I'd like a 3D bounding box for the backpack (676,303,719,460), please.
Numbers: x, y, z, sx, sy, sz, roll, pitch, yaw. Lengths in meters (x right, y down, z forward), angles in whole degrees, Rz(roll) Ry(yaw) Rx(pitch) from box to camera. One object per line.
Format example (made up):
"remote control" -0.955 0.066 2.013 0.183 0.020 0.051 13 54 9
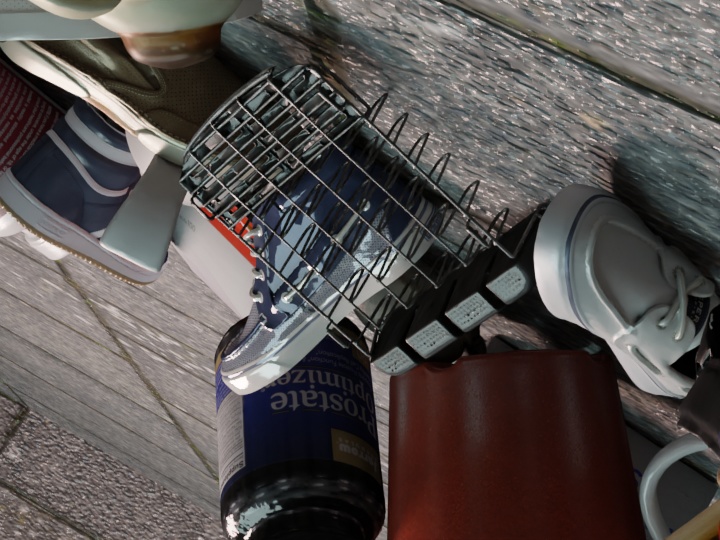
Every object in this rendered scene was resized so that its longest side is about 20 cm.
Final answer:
"backpack" 0.220 0.046 0.804 0.126 0.167 0.200 29 172 -8

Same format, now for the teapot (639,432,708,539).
"teapot" 0.287 0.189 1.133 0.199 0.146 0.198 2 -146 -35

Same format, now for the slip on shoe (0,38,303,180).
"slip on shoe" -0.120 -0.123 1.126 0.200 0.076 0.061 30 133 2

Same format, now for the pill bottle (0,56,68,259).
"pill bottle" -0.283 -0.099 1.418 0.200 0.113 0.113 40 163 -24

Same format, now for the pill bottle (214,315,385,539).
"pill bottle" -0.041 0.132 1.280 0.111 0.201 0.112 -4 140 -3

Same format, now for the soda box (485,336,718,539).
"soda box" 0.153 0.132 1.361 0.200 0.068 0.063 33 164 -4

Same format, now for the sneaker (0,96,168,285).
"sneaker" -0.169 -0.060 1.350 0.070 0.109 0.200 44 -174 26

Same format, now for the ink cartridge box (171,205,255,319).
"ink cartridge box" -0.097 -0.012 1.372 0.163 0.057 0.200 43 177 31

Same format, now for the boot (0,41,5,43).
"boot" -0.235 -0.145 1.090 0.069 0.201 0.174 -7 -169 -29

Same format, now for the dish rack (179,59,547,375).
"dish rack" 0.000 -0.034 1.075 0.200 0.055 0.153 42 133 -13

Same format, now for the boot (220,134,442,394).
"boot" -0.044 -0.005 1.192 0.090 0.073 0.200 41 122 -13

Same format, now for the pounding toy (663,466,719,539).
"pounding toy" 0.228 0.138 1.001 0.142 0.184 0.200 31 165 4

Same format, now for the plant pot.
"plant pot" 0.098 0.157 1.217 0.200 0.196 0.201 -4 170 -1

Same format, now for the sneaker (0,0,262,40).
"sneaker" -0.151 -0.179 0.975 0.199 0.116 0.074 -2 -168 -5

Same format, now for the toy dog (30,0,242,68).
"toy dog" -0.093 -0.174 0.818 0.193 0.140 0.200 -4 164 -6

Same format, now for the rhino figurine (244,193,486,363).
"rhino figurine" 0.000 0.000 1.268 0.200 0.060 0.087 36 167 9

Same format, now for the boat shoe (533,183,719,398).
"boat shoe" 0.158 0.015 1.001 0.065 0.074 0.200 14 167 37

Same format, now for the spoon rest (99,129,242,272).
"spoon rest" -0.113 -0.063 1.191 0.099 0.061 0.200 26 -159 -5
